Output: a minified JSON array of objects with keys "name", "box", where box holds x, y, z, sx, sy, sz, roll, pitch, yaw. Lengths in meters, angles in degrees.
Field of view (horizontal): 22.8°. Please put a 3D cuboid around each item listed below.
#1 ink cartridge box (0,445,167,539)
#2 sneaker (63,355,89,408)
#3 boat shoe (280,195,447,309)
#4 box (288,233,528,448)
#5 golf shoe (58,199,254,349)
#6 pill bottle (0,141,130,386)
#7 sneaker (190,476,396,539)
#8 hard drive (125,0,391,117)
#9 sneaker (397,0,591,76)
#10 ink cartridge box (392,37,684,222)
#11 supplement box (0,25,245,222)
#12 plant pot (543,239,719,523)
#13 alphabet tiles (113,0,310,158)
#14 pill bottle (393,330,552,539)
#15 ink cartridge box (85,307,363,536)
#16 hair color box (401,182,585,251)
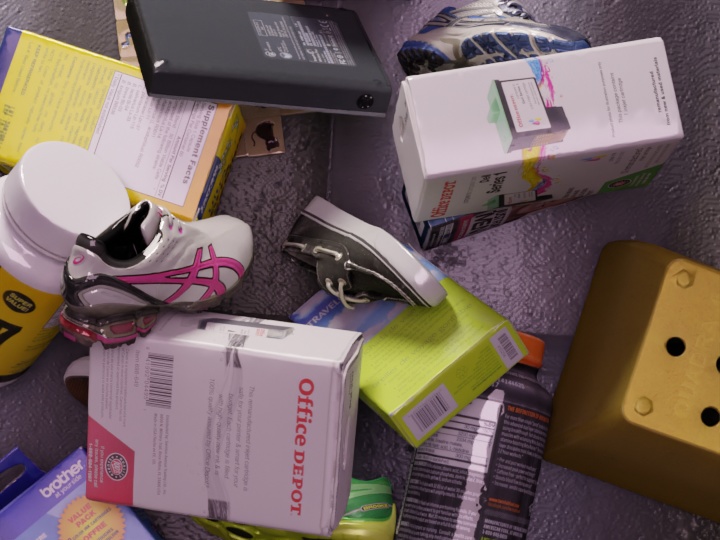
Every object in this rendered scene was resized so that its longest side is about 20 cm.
[{"name":"ink cartridge box","box":[-0.233,0.237,1.451,0.136,0.076,0.200,-40,83,-7]},{"name":"sneaker","box":[-0.144,0.089,1.490,0.199,0.073,0.085,8,50,5]},{"name":"boat shoe","box":[0.000,0.000,1.450,0.064,0.200,0.071,-49,122,-7]},{"name":"box","box":[0.034,0.053,1.451,0.122,0.200,0.048,-39,123,-8]},{"name":"golf shoe","box":[-0.145,-0.012,1.354,0.072,0.200,0.092,23,120,27]},{"name":"pill bottle","box":[-0.270,-0.005,1.415,0.114,0.200,0.115,24,41,-23]},{"name":"sneaker","box":[-0.066,0.185,1.476,0.199,0.074,0.084,14,55,4]},{"name":"hard drive","box":[-0.086,-0.182,1.470,0.199,0.140,0.033,4,125,-20]},{"name":"sneaker","box":[0.118,-0.198,1.485,0.085,0.200,0.077,-55,127,-22]},{"name":"ink cartridge box","box":[0.132,-0.106,1.377,0.199,0.145,0.084,-9,78,-4]},{"name":"supplement box","box":[-0.208,-0.112,1.481,0.199,0.110,0.109,19,85,3]},{"name":"plant pot","box":[0.277,0.086,1.441,0.199,0.176,0.201,20,81,0]},{"name":"alphabet tiles","box":[-0.127,-0.194,1.554,0.166,0.006,0.201,-7,82,-4]},{"name":"pill bottle","box":[0.097,0.147,1.460,0.106,0.106,0.201,13,81,0]},{"name":"ink cartridge box","box":[-0.104,0.112,1.380,0.199,0.085,0.146,8,108,11]},{"name":"hair color box","box":[0.139,-0.083,1.499,0.199,0.100,0.061,-19,81,-5]}]
